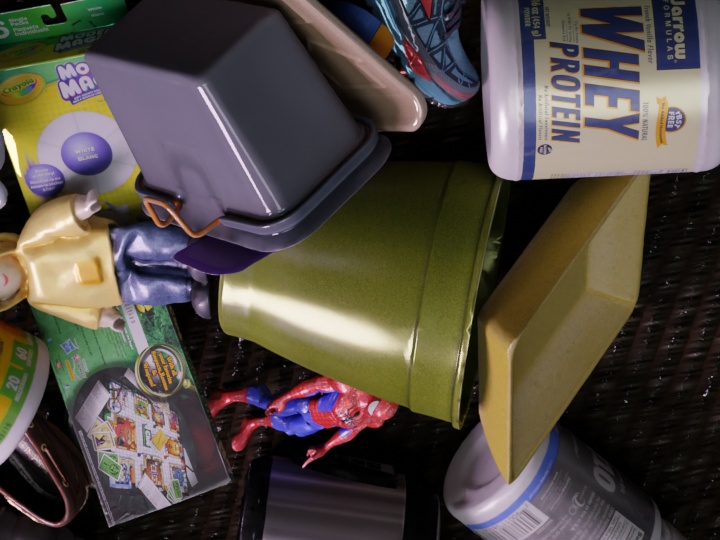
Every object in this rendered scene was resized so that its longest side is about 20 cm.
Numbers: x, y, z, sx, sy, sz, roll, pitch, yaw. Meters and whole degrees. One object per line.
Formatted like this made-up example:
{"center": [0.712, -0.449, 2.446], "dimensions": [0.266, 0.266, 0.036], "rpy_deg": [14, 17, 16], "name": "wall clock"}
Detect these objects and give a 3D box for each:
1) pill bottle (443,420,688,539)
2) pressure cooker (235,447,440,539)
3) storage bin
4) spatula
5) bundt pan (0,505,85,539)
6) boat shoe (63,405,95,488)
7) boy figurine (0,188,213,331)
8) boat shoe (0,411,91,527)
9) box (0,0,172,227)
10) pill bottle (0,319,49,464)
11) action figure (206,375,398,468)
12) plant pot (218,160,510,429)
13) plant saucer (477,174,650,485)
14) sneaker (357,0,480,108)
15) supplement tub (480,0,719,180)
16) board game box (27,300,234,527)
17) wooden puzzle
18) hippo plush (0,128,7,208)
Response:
{"center": [0.175, 0.206, 1.839], "dimensions": [0.200, 0.114, 0.114], "rpy_deg": [38, 117, -24], "name": "pill bottle"}
{"center": [-0.007, 0.247, 1.832], "dimensions": [0.199, 0.176, 0.179], "rpy_deg": [9, 129, -1], "name": "pressure cooker"}
{"center": [-0.104, -0.109, 1.554], "dimensions": [0.146, 0.200, 0.135], "rpy_deg": [-45, 123, -21], "name": "storage bin"}
{"center": [-0.049, -0.056, 1.597], "dimensions": [0.056, 0.200, 0.021], "rpy_deg": [22, 145, 38], "name": "spatula"}
{"center": [-0.297, 0.246, 1.855], "dimensions": [0.201, 0.076, 0.202], "rpy_deg": [13, 158, 5], "name": "bundt pan"}
{"center": [-0.204, 0.110, 1.808], "dimensions": [0.067, 0.057, 0.201], "rpy_deg": [11, 125, -7], "name": "boat shoe"}
{"center": [-0.209, -0.007, 1.668], "dimensions": [0.199, 0.065, 0.125], "rpy_deg": [0, 127, -1], "name": "boy figurine"}
{"center": [-0.294, 0.123, 1.785], "dimensions": [0.200, 0.070, 0.070], "rpy_deg": [43, 109, -7], "name": "boat shoe"}
{"center": [-0.205, -0.107, 1.662], "dimensions": [0.117, 0.048, 0.201], "rpy_deg": [-10, 123, 7], "name": "box"}
{"center": [-0.343, 0.063, 1.668], "dimensions": [0.200, 0.111, 0.111], "rpy_deg": [28, 121, -25], "name": "pill bottle"}
{"center": [-0.042, 0.113, 1.759], "dimensions": [0.200, 0.052, 0.065], "rpy_deg": [-13, 125, 45], "name": "action figure"}
{"center": [0.000, 0.000, 1.664], "dimensions": [0.192, 0.201, 0.201], "rpy_deg": [11, 126, 7], "name": "plant pot"}
{"center": [0.143, 0.031, 1.665], "dimensions": [0.048, 0.200, 0.200], "rpy_deg": [28, 151, 20], "name": "plant saucer"}
{"center": [0.047, -0.202, 1.573], "dimensions": [0.095, 0.079, 0.200], "rpy_deg": [-25, 123, 13], "name": "sneaker"}
{"center": [0.187, -0.139, 1.574], "dimensions": [0.199, 0.145, 0.146], "rpy_deg": [-3, 125, 1], "name": "supplement tub"}
{"center": [-0.179, 0.086, 1.722], "dimensions": [0.104, 0.023, 0.201], "rpy_deg": [-20, 88, 8], "name": "board game box"}
{"center": [-0.054, -0.179, 1.559], "dimensions": [0.200, 0.185, 0.046], "rpy_deg": [44, 73, -24], "name": "wooden puzzle"}
{"center": [-0.341, -0.103, 1.595], "dimensions": [0.160, 0.200, 0.160], "rpy_deg": [-18, 117, -7], "name": "hippo plush"}
